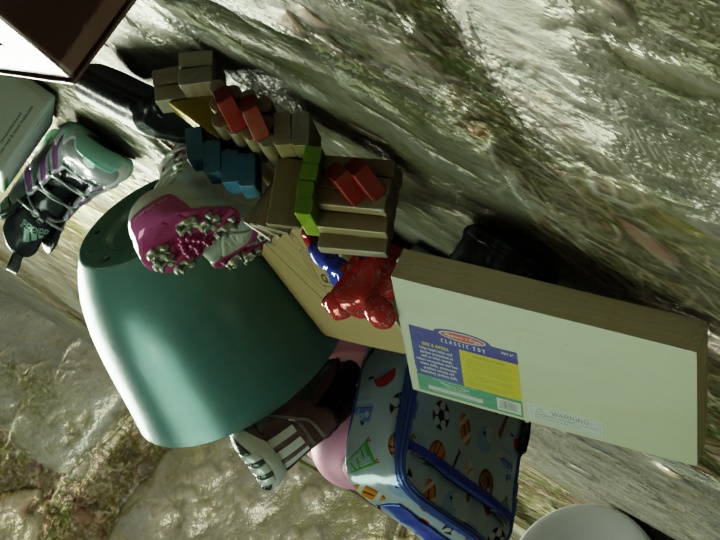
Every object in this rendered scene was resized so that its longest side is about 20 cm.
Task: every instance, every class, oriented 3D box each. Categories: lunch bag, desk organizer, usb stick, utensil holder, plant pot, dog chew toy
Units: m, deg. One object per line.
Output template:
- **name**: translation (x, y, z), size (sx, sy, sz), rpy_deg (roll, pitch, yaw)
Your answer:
- **lunch bag**: translation (0.068, 0.147, 1.826), size (0.075, 0.161, 0.200), rpy_deg (-8, 150, 33)
- **desk organizer**: translation (-0.234, -0.180, 1.481), size (0.077, 0.072, 0.200), rpy_deg (40, 168, -26)
- **usb stick**: translation (-0.159, -0.120, 1.570), size (0.055, 0.033, 0.200), rpy_deg (12, -173, -22)
- **utensil holder**: translation (0.245, 0.340, 2.232), size (0.170, 0.170, 0.200), rpy_deg (27, 166, 30)
- **plant pot**: translation (-0.137, 0.018, 1.803), size (0.200, 0.201, 0.161), rpy_deg (18, 146, 56)
- **dog chew toy**: translation (-0.008, 0.116, 1.907), size (0.124, 0.125, 0.200), rpy_deg (37, -161, -23)

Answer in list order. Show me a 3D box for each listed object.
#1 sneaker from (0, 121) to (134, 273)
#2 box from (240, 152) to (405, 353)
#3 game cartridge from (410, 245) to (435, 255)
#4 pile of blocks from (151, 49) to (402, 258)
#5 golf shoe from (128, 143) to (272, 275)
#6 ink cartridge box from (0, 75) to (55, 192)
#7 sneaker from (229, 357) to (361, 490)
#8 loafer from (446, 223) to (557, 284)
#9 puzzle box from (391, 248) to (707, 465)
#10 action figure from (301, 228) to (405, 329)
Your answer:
- **sneaker**: translation (-0.279, -0.058, 2.004), size (0.078, 0.140, 0.200), rpy_deg (35, 170, -12)
- **box**: translation (-0.044, -0.021, 1.661), size (0.200, 0.021, 0.163), rpy_deg (53, 162, -21)
- **game cartridge**: translation (0.087, 0.043, 1.662), size (0.133, 0.041, 0.200), rpy_deg (26, 169, 16)
- **pile of blocks**: translation (-0.063, -0.075, 1.418), size (0.200, 0.082, 0.062), rpy_deg (30, 170, 17)
- **golf shoe**: translation (-0.118, -0.049, 1.510), size (0.092, 0.075, 0.200), rpy_deg (57, -165, 10)
- **ink cartridge box**: translation (-0.377, -0.165, 1.961), size (0.200, 0.088, 0.145), rpy_deg (35, 171, -4)
- **sneaker**: translation (-0.053, 0.101, 1.833), size (0.076, 0.115, 0.200), rpy_deg (55, -176, -26)
- **loafer**: translation (0.079, 0.021, 1.462), size (0.073, 0.072, 0.200), rpy_deg (33, 170, 3)
- **puzzle box**: translation (0.120, 0.054, 1.393), size (0.199, 0.025, 0.133), rpy_deg (15, 148, 18)
- **action figure**: translation (0.000, 0.000, 1.483), size (0.052, 0.065, 0.200), rpy_deg (51, -175, -16)
